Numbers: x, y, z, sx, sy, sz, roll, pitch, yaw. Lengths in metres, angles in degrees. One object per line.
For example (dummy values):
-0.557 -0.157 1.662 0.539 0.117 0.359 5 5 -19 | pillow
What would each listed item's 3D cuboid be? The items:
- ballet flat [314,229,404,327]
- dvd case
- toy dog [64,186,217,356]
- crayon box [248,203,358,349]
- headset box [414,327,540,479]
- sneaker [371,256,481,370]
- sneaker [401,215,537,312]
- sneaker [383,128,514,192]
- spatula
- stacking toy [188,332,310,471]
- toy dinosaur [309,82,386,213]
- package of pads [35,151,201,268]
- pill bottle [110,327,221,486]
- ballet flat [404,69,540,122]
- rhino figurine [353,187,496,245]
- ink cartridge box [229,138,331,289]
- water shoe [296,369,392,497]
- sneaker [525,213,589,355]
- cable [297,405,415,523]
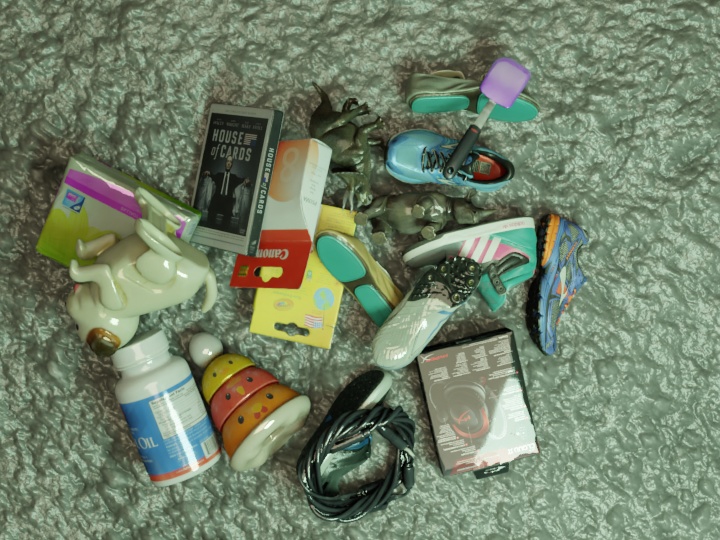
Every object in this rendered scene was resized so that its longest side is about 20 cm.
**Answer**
0.000 0.000 1.718 0.068 0.064 0.201 -12 129 31 | ballet flat
-0.179 -0.130 1.713 0.024 0.149 0.204 9 92 -44 | dvd case
-0.312 0.019 1.651 0.200 0.140 0.193 -42 126 12 | toy dog
-0.082 0.001 1.753 0.125 0.051 0.204 13 90 -2 | crayon box
0.168 0.198 1.750 0.146 0.075 0.204 -14 91 0 | headset box
0.091 0.058 1.705 0.200 0.072 0.072 -45 81 3 | sneaker
0.165 0.002 1.746 0.196 0.084 0.123 -13 82 -2 | sneaker
0.129 -0.158 1.718 0.196 0.090 0.080 6 91 -15 | sneaker
0.167 -0.209 1.690 0.056 0.021 0.202 32 73 2 | spatula
-0.180 0.171 1.732 0.146 0.146 0.200 -44 75 0 | stacking toy
-0.026 -0.192 1.713 0.101 0.077 0.202 -30 76 -14 | toy dinosaur
-0.345 -0.053 1.724 0.198 0.068 0.156 26 105 -1 | package of pads
-0.279 0.190 1.713 0.111 0.112 0.203 -21 98 -1 | pill bottle
0.162 -0.258 1.748 0.196 0.068 0.065 3 61 -4 | ballet flat
0.095 -0.081 1.719 0.196 0.088 0.061 -4 109 17 | rhino figurine
-0.127 -0.079 1.687 0.050 0.161 0.203 25 74 -42 | ink cartridge box
-0.012 0.234 1.762 0.079 0.071 0.201 40 89 -29 | water shoe
0.287 0.023 1.751 0.077 0.075 0.204 8 93 -5 | sneaker
0.001 0.271 1.710 0.197 0.051 0.166 -2 111 -34 | cable
